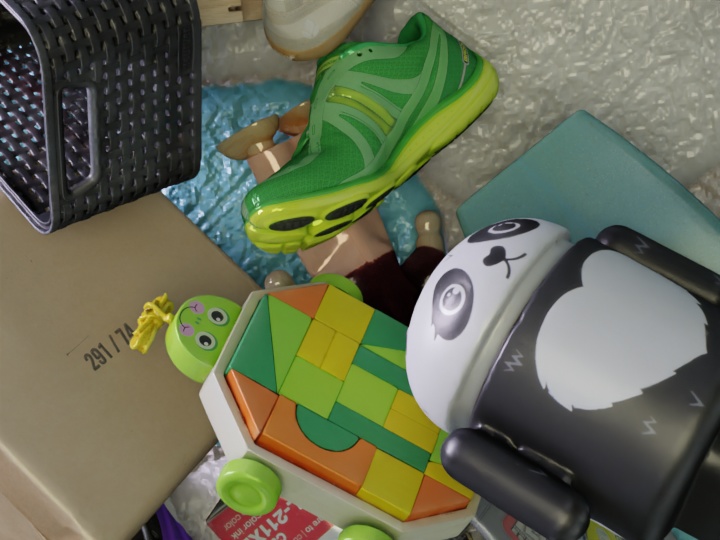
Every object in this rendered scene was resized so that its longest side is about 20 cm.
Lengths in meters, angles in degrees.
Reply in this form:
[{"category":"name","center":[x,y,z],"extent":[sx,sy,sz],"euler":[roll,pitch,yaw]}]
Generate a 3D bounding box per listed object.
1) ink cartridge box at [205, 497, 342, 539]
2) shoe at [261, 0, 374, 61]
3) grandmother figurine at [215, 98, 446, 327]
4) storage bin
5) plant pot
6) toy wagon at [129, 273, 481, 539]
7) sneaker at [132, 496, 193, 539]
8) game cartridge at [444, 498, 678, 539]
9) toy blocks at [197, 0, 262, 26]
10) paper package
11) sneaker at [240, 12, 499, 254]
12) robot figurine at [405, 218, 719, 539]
[{"category":"ink cartridge box","center":[0.018,0.173,1.123],"extent":[0.083,0.146,0.200],"euler":[-41,92,10]},{"category":"shoe","center":[0.010,-0.204,1.084],"extent":[0.070,0.053,0.200],"euler":[26,73,29]},{"category":"grandmother figurine","center":[0.000,0.000,1.136],"extent":[0.121,0.061,0.200],"euler":[-25,88,-19]},{"category":"storage bin","center":[-0.175,-0.132,1.057],"extent":[0.094,0.200,0.135],"euler":[-24,139,-28]},{"category":"plant pot","center":[0.153,0.015,1.097],"extent":[0.141,0.141,0.200],"euler":[-38,85,9]},{"category":"toy wagon","center":[-0.024,0.066,1.033],"extent":[0.200,0.155,0.040],"euler":[29,135,-6]},{"category":"sneaker","center":[-0.118,0.189,1.160],"extent":[0.070,0.100,0.200],"euler":[-39,92,11]},{"category":"game cartridge","center":[0.119,0.157,1.120],"extent":[0.200,0.133,0.041],"euler":[47,123,-4]},{"category":"toy blocks","center":[-0.083,-0.214,1.116],"extent":[0.137,0.100,0.200],"euler":[-7,98,-6]},{"category":"paper package","center":[-0.165,0.049,1.089],"extent":[0.191,0.200,0.103],"euler":[45,140,-3]},{"category":"sneaker","center":[-0.007,-0.076,1.088],"extent":[0.084,0.200,0.074],"euler":[49,140,0]},{"category":"robot figurine","center":[0.119,0.055,0.971],"extent":[0.200,0.150,0.125],"euler":[30,106,15]}]
